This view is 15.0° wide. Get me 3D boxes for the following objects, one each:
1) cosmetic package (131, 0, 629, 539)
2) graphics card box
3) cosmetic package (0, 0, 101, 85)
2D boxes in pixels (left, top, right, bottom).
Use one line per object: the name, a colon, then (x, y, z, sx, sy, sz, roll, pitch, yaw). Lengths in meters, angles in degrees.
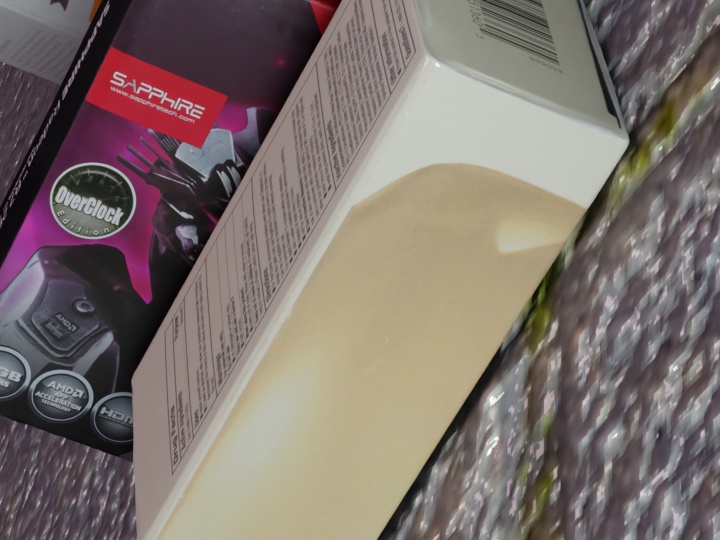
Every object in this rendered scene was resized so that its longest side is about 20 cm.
cosmetic package: (0.000, 0.000, 0.868, 0.200, 0.071, 0.105, -59, 21, 28)
graphics card box: (-0.057, -0.024, 0.972, 0.200, 0.125, 0.051, -59, 21, 25)
cosmetic package: (-0.162, -0.158, 1.295, 0.071, 0.199, 0.102, -27, 46, 64)
